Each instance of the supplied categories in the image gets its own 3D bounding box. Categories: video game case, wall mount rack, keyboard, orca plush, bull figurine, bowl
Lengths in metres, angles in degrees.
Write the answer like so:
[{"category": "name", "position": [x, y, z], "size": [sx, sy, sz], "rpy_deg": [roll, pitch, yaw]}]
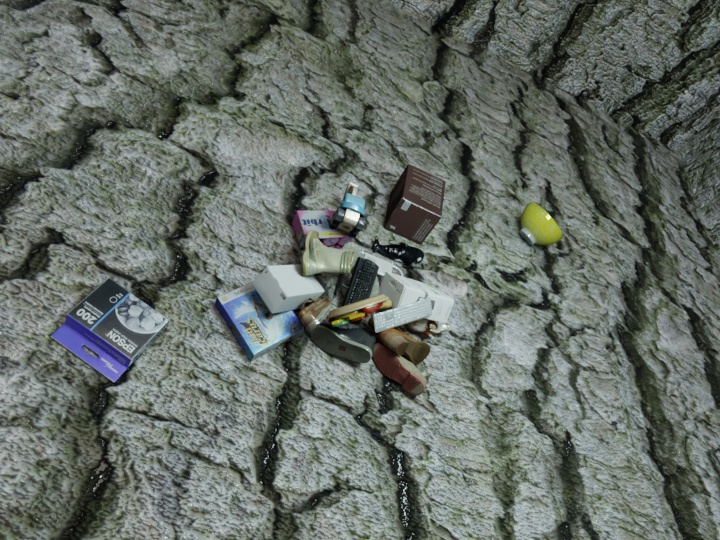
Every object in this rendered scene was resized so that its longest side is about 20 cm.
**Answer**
[{"category": "video game case", "position": [-0.287, 0.131, 1.538], "size": [0.180, 0.046, 0.201], "rpy_deg": [-25, 71, -37]}, {"category": "wall mount rack", "position": [0.037, 0.023, 1.773], "size": [0.197, 0.075, 0.176], "rpy_deg": [23, 46, -9]}, {"category": "keyboard", "position": [-0.025, 0.057, 1.661], "size": [0.125, 0.021, 0.204], "rpy_deg": [18, 91, -15]}, {"category": "orca plush", "position": [0.144, -0.082, 1.901], "size": [0.197, 0.071, 0.106], "rpy_deg": [24, 49, -10]}, {"category": "keyboard", "position": [0.129, 0.133, 1.614], "size": [0.196, 0.057, 0.011], "rpy_deg": [-15, 23, -21]}, {"category": "bull figurine", "position": [0.200, 0.174, 1.732], "size": [0.196, 0.066, 0.121], "rpy_deg": [20, 7, -3]}, {"category": "bowl", "position": [0.728, -0.171, 2.233], "size": [0.107, 0.200, 0.201], "rpy_deg": [-41, 77, 3]}]

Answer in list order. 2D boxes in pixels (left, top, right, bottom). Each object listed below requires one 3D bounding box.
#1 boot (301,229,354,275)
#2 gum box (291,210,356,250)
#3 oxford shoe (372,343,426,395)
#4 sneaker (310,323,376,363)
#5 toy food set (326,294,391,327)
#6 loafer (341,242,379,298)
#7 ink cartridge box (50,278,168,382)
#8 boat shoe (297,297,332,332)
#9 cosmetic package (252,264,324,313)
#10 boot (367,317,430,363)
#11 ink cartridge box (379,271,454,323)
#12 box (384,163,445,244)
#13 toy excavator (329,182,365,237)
[{"category": "boot", "position": [-0.095, -0.054, 1.633], "size": [0.151, 0.073, 0.202], "rpy_deg": [0, 36, 1]}, {"category": "gum box", "position": [-0.119, -0.136, 1.807], "size": [0.196, 0.066, 0.115], "rpy_deg": [-4, 58, -30]}, {"category": "oxford shoe", "position": [0.116, 0.293, 1.629], "size": [0.200, 0.071, 0.075], "rpy_deg": [44, 22, 10]}, {"category": "sneaker", "position": [-0.050, 0.200, 1.606], "size": [0.197, 0.076, 0.107], "rpy_deg": [25, 28, 2]}, {"category": "toy food set", "position": [-0.007, 0.116, 1.562], "size": [0.194, 0.200, 0.050], "rpy_deg": [-18, 88, 7]}, {"category": "loafer", "position": [0.000, 0.000, 1.704], "size": [0.071, 0.063, 0.203], "rpy_deg": [-29, 102, -8]}, {"category": "ink cartridge box", "position": [-0.625, 0.144, 1.354], "size": [0.196, 0.044, 0.201], "rpy_deg": [34, 49, -1]}, {"category": "boat shoe", "position": [-0.133, 0.109, 1.557], "size": [0.072, 0.076, 0.200], "rpy_deg": [45, 12, -4]}, {"category": "cosmetic package", "position": [-0.205, 0.049, 1.563], "size": [0.114, 0.081, 0.199], "rpy_deg": [54, 24, 17]}, {"category": "boot", "position": [0.119, 0.213, 1.678], "size": [0.198, 0.078, 0.155], "rpy_deg": [17, 16, -45]}, {"category": "ink cartridge box", "position": [0.174, 0.085, 1.712], "size": [0.197, 0.085, 0.145], "rpy_deg": [16, 11, -29]}, {"category": "box", "position": [0.201, -0.246, 1.988], "size": [0.162, 0.167, 0.203], "rpy_deg": [22, 49, -11]}, {"category": "toy excavator", "position": [-0.030, -0.219, 1.793], "size": [0.098, 0.194, 0.204], "rpy_deg": [20, 75, -11]}]
